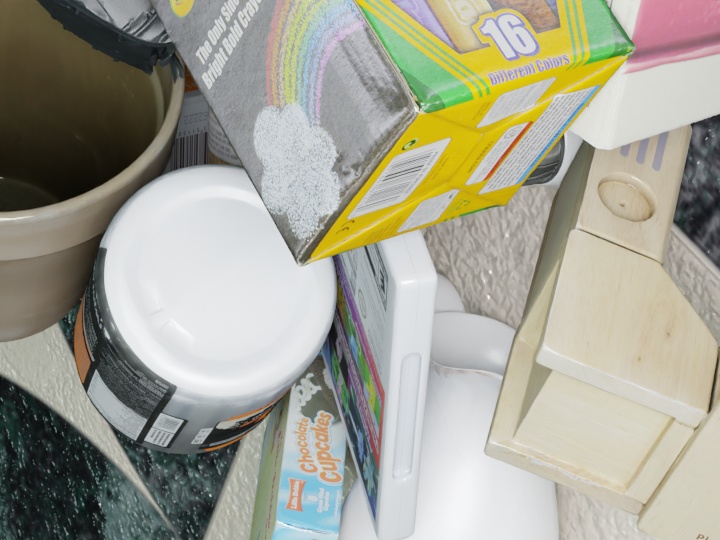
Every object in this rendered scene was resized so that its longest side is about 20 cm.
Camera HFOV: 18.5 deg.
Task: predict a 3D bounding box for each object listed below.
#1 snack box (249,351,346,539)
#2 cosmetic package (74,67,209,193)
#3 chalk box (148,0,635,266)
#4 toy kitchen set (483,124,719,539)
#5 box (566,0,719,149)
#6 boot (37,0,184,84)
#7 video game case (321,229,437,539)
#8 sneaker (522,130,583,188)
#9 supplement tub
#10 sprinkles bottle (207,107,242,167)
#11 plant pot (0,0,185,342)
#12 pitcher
[{"bbox_3d":[-0.034,0.115,1.228,0.201,0.037,0.117,-85,9,-53],"label":"snack box"},{"bbox_3d":[-0.155,-0.102,1.341,0.199,0.101,0.072,26,122,43],"label":"cosmetic package"},{"bbox_3d":[-0.003,-0.127,0.944,0.201,0.123,0.125,61,143,17],"label":"chalk box"},{"bbox_3d":[0.188,0.010,0.979,0.199,0.181,0.164,22,136,-3],"label":"toy kitchen set"},{"bbox_3d":[0.118,-0.176,0.959,0.128,0.109,0.201,38,132,37],"label":"box"},{"bbox_3d":[-0.152,-0.166,1.060,0.198,0.074,0.162,35,178,-9],"label":"boot"},{"bbox_3d":[0.000,0.000,1.092,0.183,0.023,0.201,94,164,-45],"label":"video game case"},{"bbox_3d":[0.027,-0.107,1.116,0.200,0.090,0.067,47,135,29],"label":"sneaker"},{"bbox_3d":[-0.087,0.028,1.162,0.123,0.122,0.200,66,164,8],"label":"supplement tub"},{"bbox_3d":[-0.053,-0.093,1.242,0.068,0.068,0.201,28,125,42],"label":"sprinkles bottle"},{"bbox_3d":[-0.199,-0.057,1.202,0.200,0.199,0.174,52,153,24],"label":"plant pot"},{"bbox_3d":[0.041,0.114,1.184,0.172,0.120,0.201,47,128,56],"label":"pitcher"}]
